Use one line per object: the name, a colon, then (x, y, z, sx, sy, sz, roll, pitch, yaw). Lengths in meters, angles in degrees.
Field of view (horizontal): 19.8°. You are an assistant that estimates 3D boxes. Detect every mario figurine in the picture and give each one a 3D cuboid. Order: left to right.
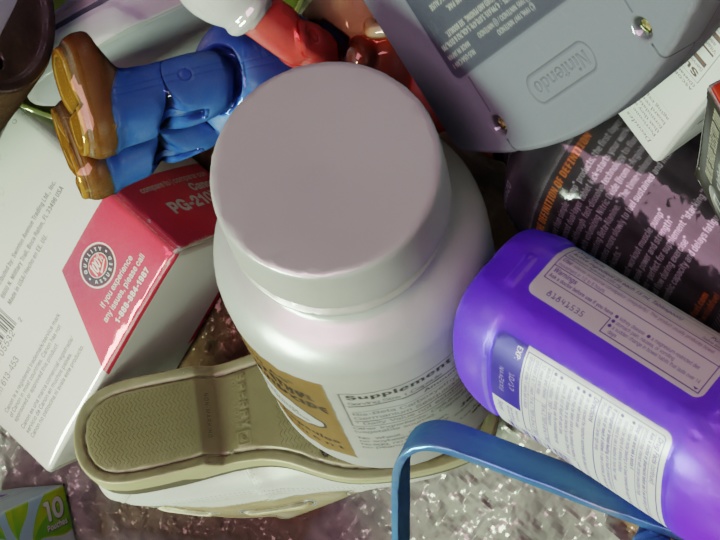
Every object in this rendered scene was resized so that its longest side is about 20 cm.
mario figurine: (-0.038, -0.100, 0.894, 0.123, 0.198, 0.107, -152, 49, -68)

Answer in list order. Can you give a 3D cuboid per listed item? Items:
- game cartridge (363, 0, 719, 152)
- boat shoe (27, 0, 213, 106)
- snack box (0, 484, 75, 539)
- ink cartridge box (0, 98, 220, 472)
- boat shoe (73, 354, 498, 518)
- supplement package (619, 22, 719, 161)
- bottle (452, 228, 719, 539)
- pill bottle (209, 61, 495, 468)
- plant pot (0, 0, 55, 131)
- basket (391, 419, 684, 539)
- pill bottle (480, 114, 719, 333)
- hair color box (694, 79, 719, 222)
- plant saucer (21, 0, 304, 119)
game cartridge: (0.058, -0.114, 0.728, 0.134, 0.041, 0.200, 54, 157, -3)
boat shoe: (-0.071, -0.146, 0.909, 0.199, 0.072, 0.066, -33, 77, 8)
snack box: (-0.211, 0.202, 1.027, 0.053, 0.200, 0.144, -9, 97, 31)
ink cartridge box: (-0.170, -0.026, 1.022, 0.200, 0.084, 0.145, 41, 117, 15)
boat shoe: (-0.031, 0.076, 0.975, 0.198, 0.068, 0.075, -3, 67, 10)
supplement package: (0.121, -0.176, 0.772, 0.201, 0.155, 0.111, 53, 160, 9)
bottle: (0.127, 0.062, 0.779, 0.199, 0.065, 0.084, 32, 157, 27)
pill bottle: (0.000, 0.000, 0.853, 0.113, 0.200, 0.116, -3, 67, 7)
plant pot: (-0.231, -0.086, 0.881, 0.199, 0.186, 0.189, -22, 90, 34)
basket: (0.104, 0.153, 0.861, 0.198, 0.139, 0.178, 17, 133, 16)
pill bottle: (0.131, -0.030, 0.842, 0.200, 0.106, 0.107, 39, 116, 17)
hair color box: (0.221, -0.069, 0.733, 0.199, 0.102, 0.062, -26, 74, 0)
plant saucer: (-0.114, -0.168, 0.957, 0.198, 0.031, 0.202, 0, 96, 2)
